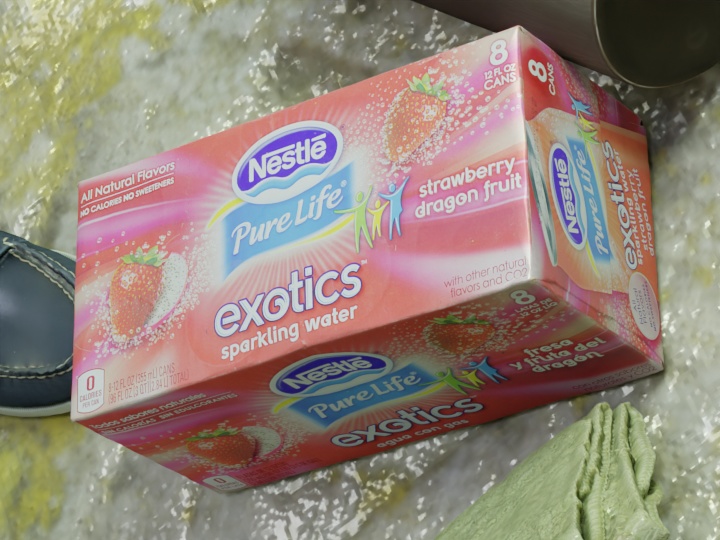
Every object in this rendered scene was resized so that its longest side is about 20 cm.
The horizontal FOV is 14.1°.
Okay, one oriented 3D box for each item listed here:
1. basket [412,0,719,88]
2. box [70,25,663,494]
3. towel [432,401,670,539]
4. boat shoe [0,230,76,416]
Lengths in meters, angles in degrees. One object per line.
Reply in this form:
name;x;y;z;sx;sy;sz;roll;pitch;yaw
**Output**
basket;0.058;-0.161;1.056;0.200;0.136;0.181;35;88;37
box;0.000;0.000;1.047;0.199;0.095;0.103;-17;60;30
towel;0.024;0.128;0.962;0.200;0.148;0.037;-42;96;13
boat shoe;-0.175;0.005;1.197;0.199;0.062;0.075;22;83;40
